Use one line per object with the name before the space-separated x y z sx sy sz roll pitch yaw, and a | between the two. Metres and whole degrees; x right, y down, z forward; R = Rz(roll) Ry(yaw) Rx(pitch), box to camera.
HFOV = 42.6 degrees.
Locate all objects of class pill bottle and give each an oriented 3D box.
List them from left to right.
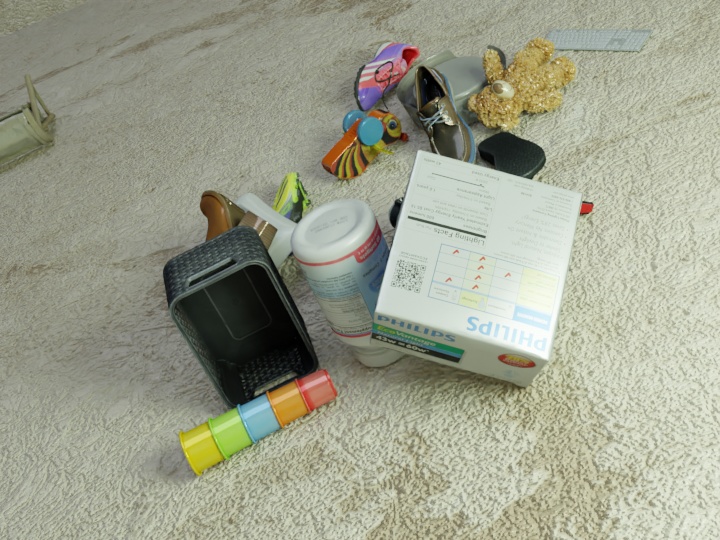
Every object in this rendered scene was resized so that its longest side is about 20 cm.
pill bottle | -0.003 0.020 1.145 0.107 0.201 0.109 -16 36 12

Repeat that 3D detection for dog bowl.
dog bowl | 0.163 -0.314 1.600 0.197 0.059 0.201 -17 35 12

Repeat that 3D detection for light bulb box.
light bulb box | 0.127 0.000 1.040 0.195 0.125 0.202 15 69 4

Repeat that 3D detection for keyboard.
keyboard | 0.404 -0.399 1.601 0.198 0.011 0.056 14 51 43

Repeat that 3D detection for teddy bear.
teddy bear | 0.263 -0.307 1.486 0.198 0.067 0.146 -21 76 -20

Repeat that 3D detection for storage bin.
storage bin | -0.152 0.062 1.184 0.134 0.201 0.094 -26 35 -1

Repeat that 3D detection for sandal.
sandal | 0.231 -0.161 1.378 0.075 0.048 0.201 -25 22 3

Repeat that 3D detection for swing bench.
swing bench | -0.847 -0.335 2.205 0.197 0.131 0.201 -24 40 1

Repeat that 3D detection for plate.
plate | -0.198 -0.021 1.418 0.201 0.032 0.199 -52 39 -3

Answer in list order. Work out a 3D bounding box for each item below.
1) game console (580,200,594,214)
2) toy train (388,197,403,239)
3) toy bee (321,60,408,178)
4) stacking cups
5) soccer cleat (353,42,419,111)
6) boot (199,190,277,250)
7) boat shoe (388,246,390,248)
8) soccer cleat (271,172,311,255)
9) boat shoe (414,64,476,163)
game console | 0.191 -0.101 1.239 0.198 0.032 0.176 14 14 37
toy train | 0.115 -0.036 1.220 0.085 0.115 0.199 -39 37 -20
toy bee | 0.029 -0.228 1.555 0.200 0.108 0.132 -44 39 18
stacking cups | -0.123 0.183 1.137 0.198 0.061 0.061 -26 35 -2
soccer cleat | 0.048 -0.370 1.741 0.072 0.069 0.201 2 41 28
boot | -0.219 -0.029 1.363 0.156 0.073 0.199 -57 37 -4
boat shoe | 0.000 0.000 1.295 0.065 0.074 0.199 -44 29 -18
soccer cleat | -0.126 -0.093 1.491 0.083 0.065 0.201 -19 36 13
boat shoe | 0.122 -0.240 1.464 0.072 0.072 0.202 -31 57 21
